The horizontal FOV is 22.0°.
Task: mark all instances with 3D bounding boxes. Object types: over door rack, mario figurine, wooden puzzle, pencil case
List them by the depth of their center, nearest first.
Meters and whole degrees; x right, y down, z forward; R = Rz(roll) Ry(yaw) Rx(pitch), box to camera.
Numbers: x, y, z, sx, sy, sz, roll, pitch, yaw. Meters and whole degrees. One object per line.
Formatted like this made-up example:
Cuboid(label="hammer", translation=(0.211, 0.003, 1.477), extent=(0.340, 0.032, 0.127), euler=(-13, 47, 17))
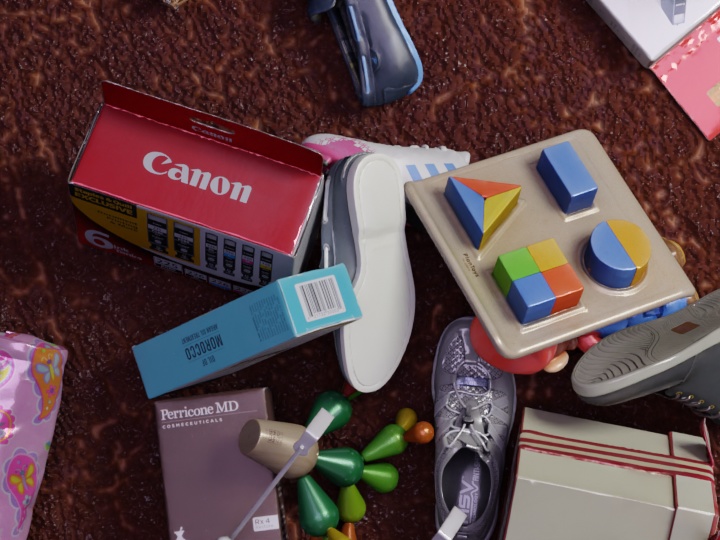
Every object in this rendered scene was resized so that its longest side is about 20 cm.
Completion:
Cuboid(label="over door rack", translation=(-0.034, 0.231, 1.488), extent=(0.148, 0.067, 0.200), euler=(37, 115, 0))
Cuboid(label="wooden puzzle", translation=(0.159, -0.033, 1.537), extent=(0.199, 0.046, 0.186), euler=(-16, 59, -24))
Cuboid(label="mario figurine", translation=(0.181, 0.033, 1.590), extent=(0.199, 0.106, 0.124), euler=(-15, 51, -20))
Cuboid(label="pencil case", translation=(-0.310, 0.153, 1.598), extent=(0.087, 0.087, 0.201), euler=(10, 87, 2))

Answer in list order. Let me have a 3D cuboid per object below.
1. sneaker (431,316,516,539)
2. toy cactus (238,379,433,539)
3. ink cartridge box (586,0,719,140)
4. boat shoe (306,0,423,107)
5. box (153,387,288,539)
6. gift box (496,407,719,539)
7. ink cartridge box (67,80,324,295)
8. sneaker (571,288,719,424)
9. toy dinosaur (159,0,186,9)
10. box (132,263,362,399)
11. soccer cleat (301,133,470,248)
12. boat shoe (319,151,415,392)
Cuboid(label="sneaker", translation=(0.099, 0.138, 1.583), extent=(0.074, 0.082, 0.201), euler=(-1, 83, 1))
Cuboid(label="toy cactus", translation=(-0.025, 0.165, 1.561), extent=(0.165, 0.102, 0.201), euler=(22, 75, -36))
Cuboid(label="ink cartridge box", translation=(0.326, -0.245, 1.622), extent=(0.200, 0.045, 0.176), euler=(-40, 85, -1))
Cuboid(label="boat shoe", translation=(-0.016, -0.238, 1.611), extent=(0.068, 0.084, 0.201), euler=(-28, 83, -12))
Cuboid(label="box", translation=(-0.115, 0.205, 1.593), extent=(0.100, 0.075, 0.201), euler=(-8, 84, 1))
Cuboid(label="gift box", translation=(0.207, 0.216, 1.504), extent=(0.186, 0.185, 0.201), euler=(12, 112, 3))
Cuboid(label="ink cartridge box", translation=(-0.137, -0.060, 1.551), extent=(0.199, 0.176, 0.084), euler=(18, 68, 3))
Cuboid(label="sneaker", translation=(0.269, 0.096, 1.548), extent=(0.199, 0.075, 0.107), euler=(-21, 115, -23))
Cuboid(label="toy dinosaur", translation=(-0.152, -0.337, 1.634), extent=(0.135, 0.102, 0.201), euler=(24, 69, -12))
Cuboid(label="box", translation=(-0.096, 0.052, 1.541), extent=(0.200, 0.082, 0.049), euler=(-24, 84, 43))
Cuboid(label="soccer cleat", translation=(0.046, -0.079, 1.616), extent=(0.199, 0.070, 0.087), euler=(27, 66, 5))
Cuboid(label="boat shoe", translation=(0.000, 0.000, 1.558), extent=(0.073, 0.062, 0.201), euler=(-6, 100, -35))
